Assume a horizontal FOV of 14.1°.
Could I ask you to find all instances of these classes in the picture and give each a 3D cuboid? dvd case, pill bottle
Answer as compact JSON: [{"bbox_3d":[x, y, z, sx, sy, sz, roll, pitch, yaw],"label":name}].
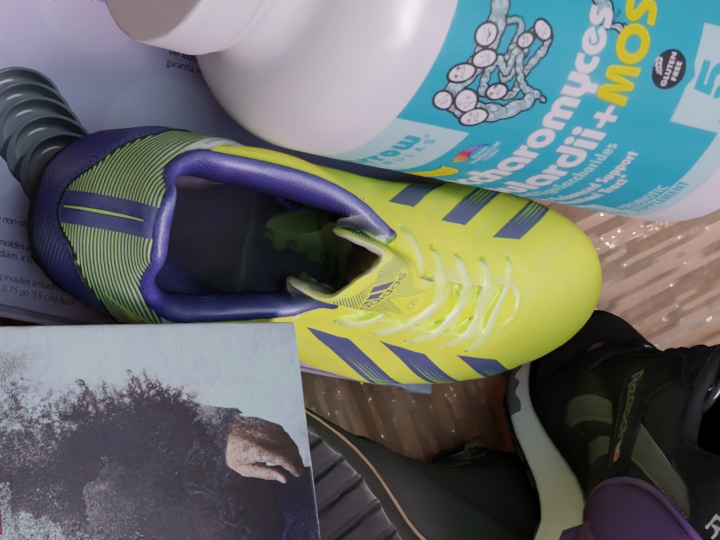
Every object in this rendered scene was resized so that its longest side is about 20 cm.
[{"bbox_3d":[-0.098,0.085,0.741,0.200,0.022,0.146,0,76,-30],"label":"dvd case"},{"bbox_3d":[0.028,-0.081,0.837,0.200,0.111,0.111,9,90,-35],"label":"pill bottle"}]

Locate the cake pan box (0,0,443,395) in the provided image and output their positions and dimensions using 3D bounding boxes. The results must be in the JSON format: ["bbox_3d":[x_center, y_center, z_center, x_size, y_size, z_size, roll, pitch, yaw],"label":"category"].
[{"bbox_3d":[-0.042,-0.067,0.887,0.200,0.052,0.184,11,91,-34],"label":"cake pan box"}]

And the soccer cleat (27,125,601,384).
[{"bbox_3d":[0.000,0.001,0.843,0.200,0.084,0.065,10,91,-36],"label":"soccer cleat"}]

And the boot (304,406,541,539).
[{"bbox_3d":[0.004,0.073,0.908,0.200,0.138,0.077,41,112,-11],"label":"boot"}]

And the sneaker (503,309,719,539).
[{"bbox_3d":[0.100,0.056,0.892,0.076,0.200,0.088,38,111,-17],"label":"sneaker"}]
